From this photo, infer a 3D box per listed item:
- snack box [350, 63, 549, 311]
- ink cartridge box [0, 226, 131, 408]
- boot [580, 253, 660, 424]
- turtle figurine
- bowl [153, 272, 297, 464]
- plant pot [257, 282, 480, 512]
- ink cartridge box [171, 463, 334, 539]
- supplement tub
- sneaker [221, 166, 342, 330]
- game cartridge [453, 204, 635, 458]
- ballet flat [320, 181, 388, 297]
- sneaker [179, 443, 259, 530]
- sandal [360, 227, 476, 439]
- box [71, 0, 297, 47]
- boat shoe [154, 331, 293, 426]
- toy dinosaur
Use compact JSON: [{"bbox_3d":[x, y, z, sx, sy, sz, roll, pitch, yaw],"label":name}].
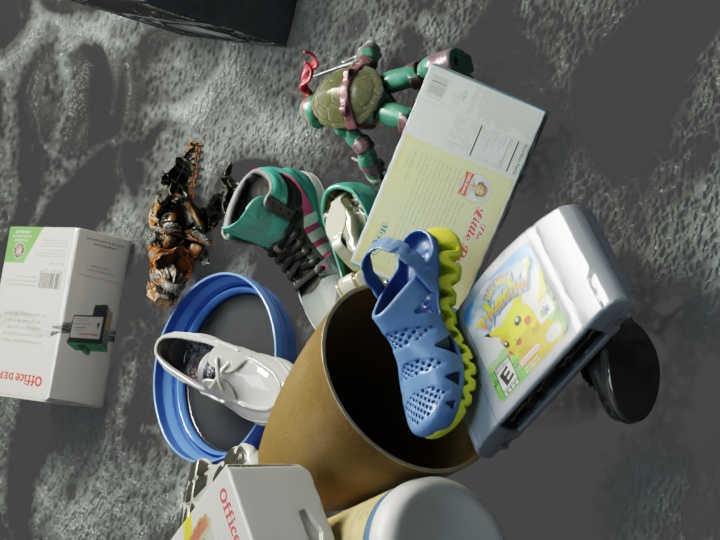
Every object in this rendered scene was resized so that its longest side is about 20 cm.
[{"bbox_3d":[0.082,-0.076,1.687,0.116,0.037,0.201,24,99,9],"label":"snack box"},{"bbox_3d":[-0.352,0.054,2.121,0.146,0.084,0.201,3,82,47],"label":"ink cartridge box"},{"bbox_3d":[0.162,0.080,1.583,0.174,0.069,0.201,-38,44,32],"label":"boot"},{"bbox_3d":[0.012,-0.158,1.788,0.199,0.101,0.150,-3,84,37],"label":"turtle figurine"},{"bbox_3d":[-0.141,0.104,1.917,0.200,0.039,0.201,-16,68,44],"label":"bowl"},{"bbox_3d":[-0.007,0.141,1.678,0.200,0.186,0.187,-43,51,43],"label":"plant pot"},{"bbox_3d":[-0.105,0.280,1.590,0.200,0.083,0.145,-54,46,37],"label":"ink cartridge box"},{"bbox_3d":[0.022,0.274,1.611,0.200,0.144,0.145,-32,57,48],"label":"supplement tub"},{"bbox_3d":[-0.075,-0.026,1.821,0.084,0.121,0.200,-42,52,31],"label":"sneaker"},{"bbox_3d":[0.141,0.046,1.543,0.200,0.040,0.134,-51,37,28],"label":"game cartridge"},{"bbox_3d":[0.000,0.000,1.772,0.067,0.070,0.201,-36,55,33],"label":"ballet flat"},{"bbox_3d":[-0.122,0.231,1.842,0.200,0.083,0.081,-26,51,58],"label":"sneaker"},{"bbox_3d":[0.043,0.049,1.573,0.079,0.087,0.201,-34,52,40],"label":"sandal"},{"bbox_3d":[-0.199,-0.327,1.977,0.196,0.200,0.124,12,90,48],"label":"box"},{"bbox_3d":[-0.134,0.101,1.830,0.200,0.068,0.072,29,100,47],"label":"boat shoe"},{"bbox_3d":[-0.197,-0.061,1.986,0.136,0.102,0.201,-46,51,47],"label":"toy dinosaur"}]
